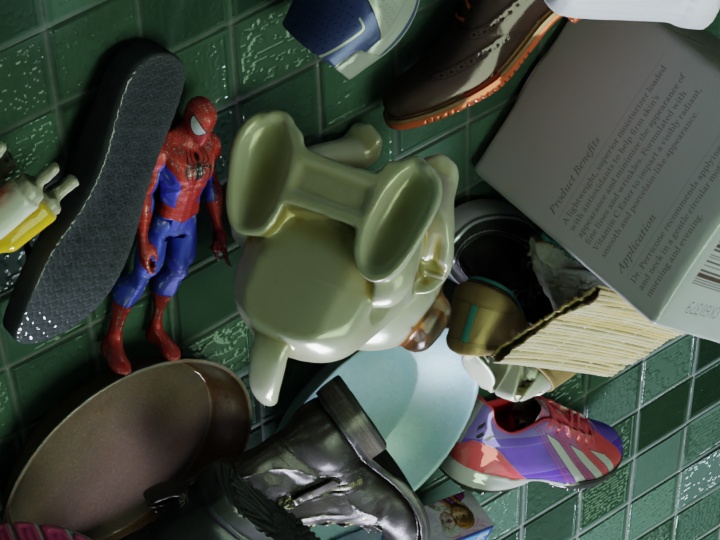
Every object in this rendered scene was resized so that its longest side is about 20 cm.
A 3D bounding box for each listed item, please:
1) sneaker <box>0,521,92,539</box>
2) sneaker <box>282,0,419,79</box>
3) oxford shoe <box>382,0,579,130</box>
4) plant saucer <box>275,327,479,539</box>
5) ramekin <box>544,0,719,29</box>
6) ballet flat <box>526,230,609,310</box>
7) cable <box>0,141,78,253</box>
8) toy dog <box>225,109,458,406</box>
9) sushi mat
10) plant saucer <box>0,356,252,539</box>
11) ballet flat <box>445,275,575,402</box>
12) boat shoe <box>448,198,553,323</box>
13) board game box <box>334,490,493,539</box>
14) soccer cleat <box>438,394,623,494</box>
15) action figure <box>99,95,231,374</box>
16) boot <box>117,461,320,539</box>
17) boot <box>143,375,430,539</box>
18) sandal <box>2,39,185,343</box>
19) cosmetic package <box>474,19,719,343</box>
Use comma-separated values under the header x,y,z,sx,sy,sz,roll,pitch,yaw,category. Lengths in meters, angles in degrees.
x,y,z,sx,sy,sz,roll,pitch,yaw,category
-0.249,0.224,1.664,0.199,0.082,0.088,-19,161,12,sneaker
0.011,-0.226,1.510,0.200,0.080,0.115,-52,142,-3,sneaker
0.084,-0.172,1.659,0.200,0.071,0.073,-40,117,-3,oxford shoe
-0.001,0.112,1.863,0.200,0.039,0.202,-27,141,-24,plant saucer
0.158,-0.246,1.529,0.097,0.201,0.201,-2,134,-5,ramekin
0.177,0.017,1.842,0.199,0.072,0.072,9,119,-56,ballet flat
-0.255,0.001,1.477,0.200,0.050,0.097,-52,140,9,cable
0.000,0.000,1.649,0.200,0.138,0.196,20,80,-73,toy dog
0.174,0.047,1.823,0.095,0.012,0.200,-33,160,23,sushi mat
-0.164,0.132,1.717,0.199,0.034,0.201,-28,143,-24,plant saucer
0.105,0.062,1.848,0.200,0.068,0.063,41,67,-60,ballet flat
0.121,0.002,1.861,0.069,0.057,0.200,-52,145,10,boat shoe
-0.012,0.272,1.979,0.199,0.041,0.200,-17,148,-34,board game box
0.147,0.132,2.016,0.199,0.068,0.074,0,121,-43,soccer cleat
-0.119,-0.024,1.598,0.065,0.052,0.201,-11,131,-34,action figure
-0.122,0.236,1.721,0.200,0.066,0.165,-38,117,15,boot
-0.054,0.172,1.789,0.174,0.069,0.200,-34,133,-4,boot
-0.165,-0.048,1.538,0.076,0.043,0.201,9,109,-58,sandal
0.225,-0.071,1.770,0.164,0.200,0.165,15,114,-51,cosmetic package
